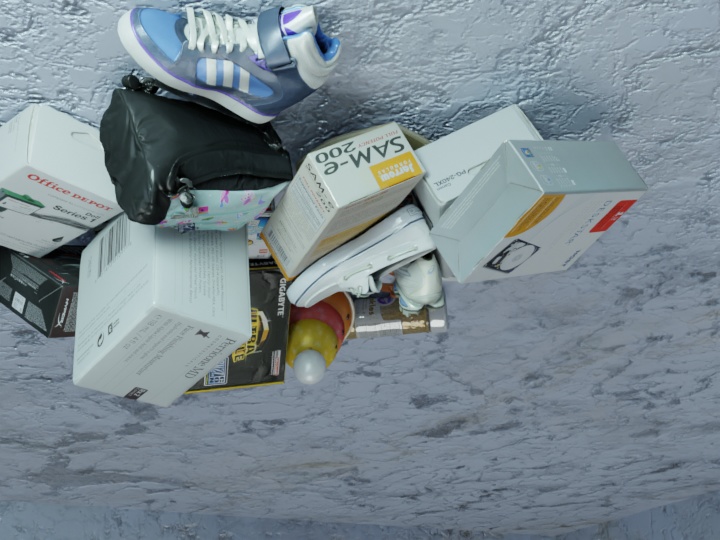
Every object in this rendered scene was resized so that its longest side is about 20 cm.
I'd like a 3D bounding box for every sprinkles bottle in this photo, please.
[{"bbox_3d":[0.042,0.075,1.631,0.199,0.069,0.068,-6,155,6],"label":"sprinkles bottle"}]

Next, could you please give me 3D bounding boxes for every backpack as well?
[{"bbox_3d":[-0.178,-0.119,1.105,0.199,0.168,0.126,-1,154,-43],"label":"backpack"}]

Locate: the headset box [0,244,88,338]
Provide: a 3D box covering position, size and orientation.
[{"bbox_3d":[-0.372,0.025,1.345,0.148,0.075,0.200,28,-165,33],"label":"headset box"}]

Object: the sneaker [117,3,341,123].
[{"bbox_3d":[-0.113,-0.229,0.964,0.200,0.081,0.146,25,136,-39],"label":"sneaker"}]

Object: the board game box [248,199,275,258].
[{"bbox_3d":[-0.214,-0.055,1.304,0.199,0.035,0.126,-1,154,-10],"label":"board game box"}]

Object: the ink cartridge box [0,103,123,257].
[{"bbox_3d":[-0.386,-0.101,1.193,0.199,0.085,0.146,-22,149,37],"label":"ink cartridge box"}]

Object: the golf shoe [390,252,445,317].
[{"bbox_3d":[0.054,-0.035,1.287,0.078,0.200,0.098,-16,131,-21],"label":"golf shoe"}]

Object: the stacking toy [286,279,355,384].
[{"bbox_3d":[-0.078,0.110,1.504,0.145,0.200,0.147,-1,119,-2],"label":"stacking toy"}]

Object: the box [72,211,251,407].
[{"bbox_3d":[-0.237,0.024,1.191,0.130,0.201,0.199,20,137,-34],"label":"box"}]

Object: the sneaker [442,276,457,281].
[{"bbox_3d":[0.062,-0.025,1.427,0.199,0.076,0.088,15,156,-14],"label":"sneaker"}]

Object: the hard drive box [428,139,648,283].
[{"bbox_3d":[0.201,-0.069,1.126,0.199,0.077,0.156,-7,147,-42],"label":"hard drive box"}]

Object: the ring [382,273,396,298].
[{"bbox_3d":[-0.006,0.006,1.456,0.199,0.019,0.200,13,168,3],"label":"ring"}]

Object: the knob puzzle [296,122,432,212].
[{"bbox_3d":[0.018,-0.131,1.231,0.218,0.031,0.220,-1,155,-1],"label":"knob puzzle"}]

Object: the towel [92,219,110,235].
[{"bbox_3d":[-0.246,-0.064,1.347,0.192,0.035,0.200,-18,150,30],"label":"towel"}]

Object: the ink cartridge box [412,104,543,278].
[{"bbox_3d":[0.143,-0.092,1.210,0.145,0.084,0.200,-26,155,-6],"label":"ink cartridge box"}]

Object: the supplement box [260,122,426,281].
[{"bbox_3d":[-0.026,-0.077,1.164,0.126,0.074,0.200,-24,167,-30],"label":"supplement box"}]

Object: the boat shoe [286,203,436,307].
[{"bbox_3d":[0.000,0.000,1.200,0.200,0.067,0.073,-35,169,21],"label":"boat shoe"}]

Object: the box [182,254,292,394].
[{"bbox_3d":[-0.181,0.075,1.408,0.159,0.049,0.201,-3,121,-17],"label":"box"}]
